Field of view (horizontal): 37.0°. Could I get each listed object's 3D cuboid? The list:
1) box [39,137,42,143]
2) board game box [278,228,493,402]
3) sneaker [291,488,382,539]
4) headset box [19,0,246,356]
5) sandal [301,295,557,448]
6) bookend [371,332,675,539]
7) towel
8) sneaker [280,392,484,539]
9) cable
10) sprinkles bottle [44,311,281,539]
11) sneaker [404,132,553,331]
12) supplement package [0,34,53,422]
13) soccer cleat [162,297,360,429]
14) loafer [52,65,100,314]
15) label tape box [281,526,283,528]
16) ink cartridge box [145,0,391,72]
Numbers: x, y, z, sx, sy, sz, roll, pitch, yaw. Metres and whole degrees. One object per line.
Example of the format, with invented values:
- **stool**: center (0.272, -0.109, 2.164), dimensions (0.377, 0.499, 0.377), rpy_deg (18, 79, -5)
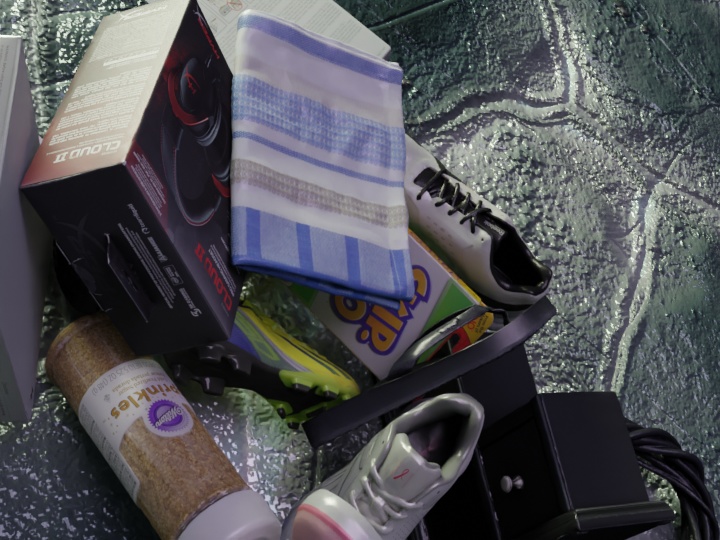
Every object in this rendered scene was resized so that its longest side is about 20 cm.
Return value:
- **box**: center (-0.187, -0.016, 0.807), dimensions (0.200, 0.041, 0.039), rpy_deg (44, 49, -5)
- **board game box**: center (0.000, 0.000, 0.805), dimensions (0.200, 0.096, 0.030), rpy_deg (44, 11, 0)
- **sneaker**: center (-0.020, 0.235, 0.622), dimensions (0.104, 0.075, 0.204), rpy_deg (-29, 118, -35)
- **headset box**: center (-0.129, -0.056, 0.695), dimensions (0.202, 0.074, 0.150), rpy_deg (-81, 154, -46)
- **sandal**: center (0.045, 0.062, 0.752), dimensions (0.197, 0.076, 0.043), rpy_deg (-26, 82, 1)
- **bookend**: center (0.110, 0.123, 0.815), dimensions (0.091, 0.200, 0.202), rpy_deg (2, 63, -31)
- **towel**: center (-0.025, -0.080, 0.753), dimensions (0.145, 0.024, 0.204), rpy_deg (15, 60, -31)
- **sneaker**: center (0.010, 0.147, 0.704), dimensions (0.078, 0.100, 0.200), rpy_deg (38, 64, 8)
- **cable**: center (0.240, 0.211, 0.945), dimensions (0.198, 0.051, 0.165), rpy_deg (31, 51, -15)
- **sprinkles bottle**: center (-0.133, 0.115, 0.705), dimensions (0.068, 0.069, 0.200), rpy_deg (-18, 52, -38)
- **sneaker**: center (0.074, -0.044, 0.833), dimensions (0.200, 0.080, 0.074), rpy_deg (45, 63, -7)
- **supplement package**: center (-0.254, -0.020, 0.646), dimensions (0.109, 0.201, 0.158), rpy_deg (3, 60, -9)
- **soccer cleat**: center (-0.066, 0.060, 0.795), dimensions (0.199, 0.064, 0.085), rpy_deg (29, 40, -45)
- **loafer**: center (-0.174, -0.062, 0.766), dimensions (0.070, 0.073, 0.203), rpy_deg (10, 57, -27)
- **label tape box**: center (-0.085, 0.273, 0.691), dimensions (0.144, 0.063, 0.201), rpy_deg (42, 47, -5)
- **ink cartridge box**: center (-0.086, -0.213, 0.989), dimensions (0.199, 0.057, 0.163), rpy_deg (36, 50, 0)
